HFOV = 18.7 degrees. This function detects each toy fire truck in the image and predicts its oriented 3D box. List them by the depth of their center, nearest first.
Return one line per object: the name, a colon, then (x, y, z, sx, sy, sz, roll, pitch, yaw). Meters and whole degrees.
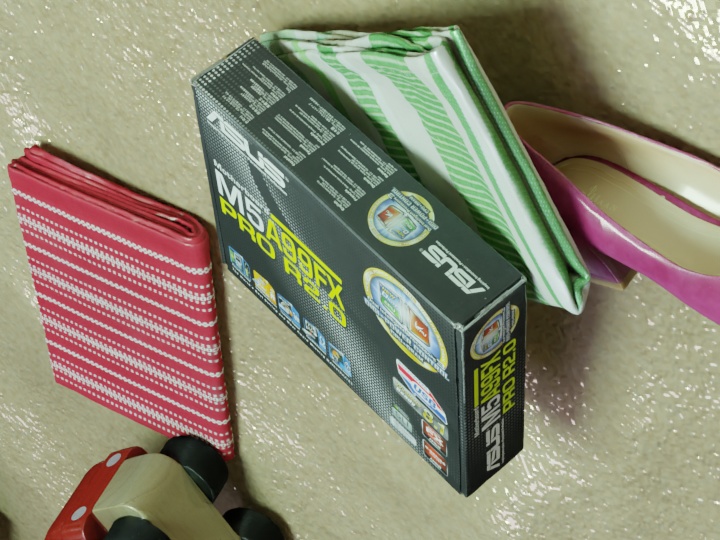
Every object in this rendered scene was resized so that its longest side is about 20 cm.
toy fire truck: (-0.140, 0.197, 1.426, 0.199, 0.129, 0.176, -16, 121, 40)

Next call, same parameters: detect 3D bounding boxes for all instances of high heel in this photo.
high heel: (0.145, -0.032, 0.954, 0.199, 0.067, 0.096, 16, 147, 53)

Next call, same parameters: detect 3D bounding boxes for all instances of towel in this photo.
towel: (0.026, -0.049, 1.042, 0.153, 0.023, 0.200, 59, 160, -19)
towel: (-0.142, 0.022, 1.331, 0.144, 0.023, 0.201, 24, 141, 24)

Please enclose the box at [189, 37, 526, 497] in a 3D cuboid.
box: (0.000, 0.000, 1.088, 0.200, 0.044, 0.161, 43, 158, 26)
